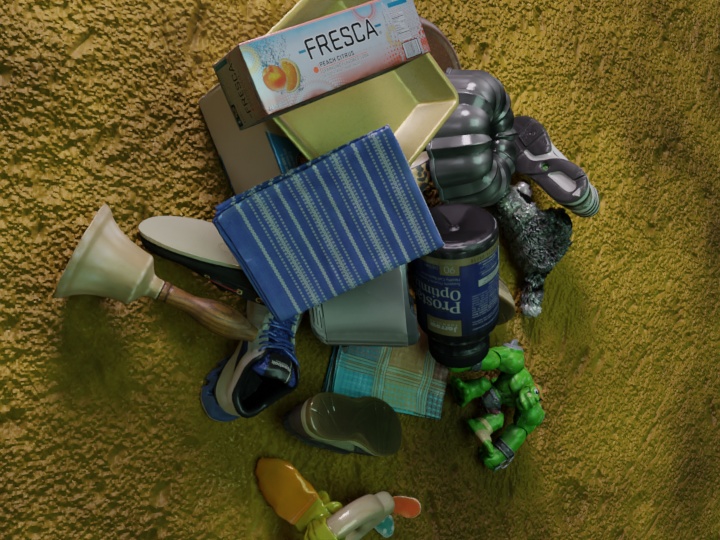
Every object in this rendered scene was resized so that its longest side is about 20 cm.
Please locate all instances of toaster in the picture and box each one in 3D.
[{"bbox_3d":[0.000,0.000,0.812,0.127,0.114,0.203,-6,103,2],"label":"toaster"}]

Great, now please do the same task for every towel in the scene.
[{"bbox_3d":[-0.031,-0.041,0.675,0.198,0.024,0.146,-25,115,7],"label":"towel"},{"bbox_3d":[0.048,0.119,0.927,0.198,0.022,0.148,19,79,-32],"label":"towel"}]

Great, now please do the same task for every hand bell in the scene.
[{"bbox_3d":[-0.198,0.026,0.698,0.199,0.104,0.105,29,73,-17],"label":"hand bell"}]

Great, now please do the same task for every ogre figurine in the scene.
[{"bbox_3d":[0.203,0.185,0.988,0.119,0.098,0.202,-27,89,-13],"label":"ogre figurine"}]

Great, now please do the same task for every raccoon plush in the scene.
[{"bbox_3d":[0.242,-0.034,1.022,0.133,0.097,0.203,9,84,-25],"label":"raccoon plush"}]

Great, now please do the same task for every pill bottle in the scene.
[{"bbox_3d":[0.125,0.024,0.876,0.111,0.111,0.202,-31,130,-30],"label":"pill bottle"}]

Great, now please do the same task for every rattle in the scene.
[{"bbox_3d":[-0.027,0.293,0.868,0.199,0.142,0.131,-14,129,-47],"label":"rattle"}]

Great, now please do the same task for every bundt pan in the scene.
[{"bbox_3d":[0.164,-0.181,0.933,0.201,0.075,0.205,0,90,-61],"label":"bundt pan"}]

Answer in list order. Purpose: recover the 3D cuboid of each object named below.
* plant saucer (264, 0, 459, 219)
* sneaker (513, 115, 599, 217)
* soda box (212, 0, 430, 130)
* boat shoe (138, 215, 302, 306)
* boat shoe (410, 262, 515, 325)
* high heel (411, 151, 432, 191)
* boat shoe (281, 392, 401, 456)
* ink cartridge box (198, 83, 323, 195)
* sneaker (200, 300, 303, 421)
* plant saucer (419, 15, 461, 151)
[{"bbox_3d":[-0.013,-0.189,0.708,0.200,0.048,0.201,47,67,-22],"label":"plant saucer"},{"bbox_3d":[0.291,-0.148,1.031,0.076,0.201,0.115,-42,140,15],"label":"sneaker"},{"bbox_3d":[-0.032,-0.199,0.628,0.199,0.068,0.064,-29,103,-30],"label":"soda box"},{"bbox_3d":[-0.151,-0.007,0.742,0.199,0.064,0.074,17,33,0],"label":"boat shoe"},{"bbox_3d":[0.145,0.005,0.975,0.199,0.071,0.065,38,34,-25],"label":"boat shoe"},{"bbox_3d":[0.065,-0.071,0.920,0.199,0.071,0.144,-35,111,-25],"label":"high heel"},{"bbox_3d":[-0.019,0.196,0.856,0.200,0.065,0.073,27,58,-50],"label":"boat shoe"},{"bbox_3d":[-0.056,-0.175,0.794,0.199,0.144,0.149,-27,101,-30],"label":"ink cartridge box"},{"bbox_3d":[-0.099,0.088,0.775,0.080,0.115,0.201,35,70,-28],"label":"sneaker"},{"bbox_3d":[0.080,-0.272,0.953,0.198,0.037,0.203,2,86,-33],"label":"plant saucer"}]
